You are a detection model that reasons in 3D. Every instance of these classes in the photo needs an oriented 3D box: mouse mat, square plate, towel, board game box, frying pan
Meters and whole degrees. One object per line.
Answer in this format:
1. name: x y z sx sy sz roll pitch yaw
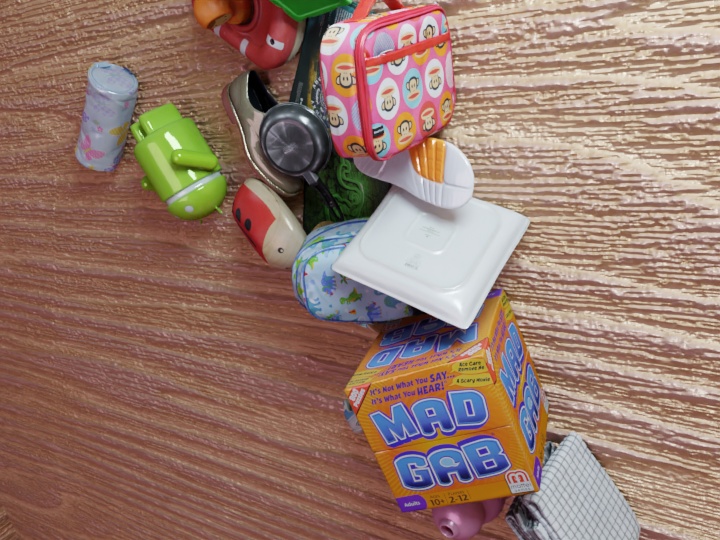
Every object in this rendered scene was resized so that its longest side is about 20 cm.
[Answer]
1. mouse mat: -0.024 -0.119 1.018 0.159 0.008 0.202 20 126 25
2. square plate: 0.093 -0.041 0.853 0.198 0.199 0.029 23 147 23
3. towel: 0.306 0.366 0.953 0.201 0.165 0.085 53 138 -2
4. board game box: 0.131 0.178 0.917 0.198 0.200 0.202 -18 104 25
5. board game box: -0.028 -0.268 0.917 0.134 0.028 0.201 33 128 16
6. frying pan: -0.093 -0.153 0.976 0.113 0.031 0.192 2 121 18

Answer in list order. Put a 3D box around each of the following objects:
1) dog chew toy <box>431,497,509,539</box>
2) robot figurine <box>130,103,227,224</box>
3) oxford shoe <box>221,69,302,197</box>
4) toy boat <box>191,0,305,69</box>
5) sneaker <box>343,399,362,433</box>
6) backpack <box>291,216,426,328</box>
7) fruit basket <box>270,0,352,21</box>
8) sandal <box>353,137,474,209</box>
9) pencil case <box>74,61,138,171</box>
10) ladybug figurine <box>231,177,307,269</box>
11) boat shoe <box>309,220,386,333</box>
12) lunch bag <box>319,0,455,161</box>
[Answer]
1. dog chew toy: 0.173 0.325 0.998 0.123 0.200 0.126 17 125 26
2. robot figurine: -0.303 -0.175 1.110 0.175 0.115 0.202 -17 106 50
3. oxford shoe: -0.141 -0.207 1.002 0.074 0.070 0.201 -23 101 49
4. toy boat: -0.174 -0.361 0.902 0.199 0.131 0.131 38 131 12
5. sneaker: 0.040 0.221 1.124 0.199 0.072 0.073 -35 84 39
6. backpack: 0.000 0.000 0.943 0.197 0.154 0.165 6 120 15
7. fruit basket: -0.074 -0.436 0.776 0.154 0.215 0.218 -3 114 35
8. sandal: 0.078 -0.143 0.871 0.206 0.059 0.080 28 113 39
9. pencil case: -0.466 -0.276 1.192 0.090 0.083 0.201 36 131 5
10. ladybug figurine: -0.148 -0.071 1.046 0.200 0.072 0.137 46 164 42
11. boat shoe: -0.014 0.013 1.050 0.201 0.071 0.069 57 158 -3
12. lunch bag: 0.036 -0.238 0.779 0.081 0.200 0.178 11 122 35
